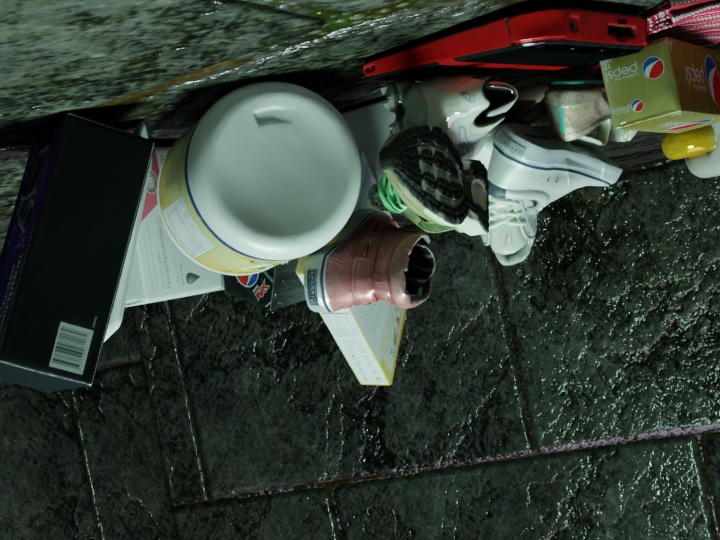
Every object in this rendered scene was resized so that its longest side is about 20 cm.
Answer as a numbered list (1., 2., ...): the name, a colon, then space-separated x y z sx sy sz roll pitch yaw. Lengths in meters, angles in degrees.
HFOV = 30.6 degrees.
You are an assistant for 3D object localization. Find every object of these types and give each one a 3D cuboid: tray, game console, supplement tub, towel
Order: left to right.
1. tray: -0.210 -0.018 1.116 0.022 0.201 0.107 17 151 -22
2. supplement tub: -0.094 -0.072 1.127 0.144 0.145 0.200 -11 178 -20
3. game console: 0.125 -0.183 1.082 0.176 0.031 0.200 -6 -178 38
4. towel: 0.296 -0.216 1.179 0.144 0.023 0.200 -12 178 -13

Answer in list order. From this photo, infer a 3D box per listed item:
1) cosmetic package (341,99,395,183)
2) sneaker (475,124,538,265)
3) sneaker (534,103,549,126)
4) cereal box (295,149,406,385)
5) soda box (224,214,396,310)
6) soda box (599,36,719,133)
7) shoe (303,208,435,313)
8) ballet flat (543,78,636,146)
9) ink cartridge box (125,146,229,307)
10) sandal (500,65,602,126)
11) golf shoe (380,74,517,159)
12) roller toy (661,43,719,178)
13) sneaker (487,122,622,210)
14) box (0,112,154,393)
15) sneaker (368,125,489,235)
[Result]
1. cosmetic package: -0.007 -0.115 1.348 0.199 0.085 0.107 -14 178 32
2. sneaker: 0.148 -0.071 1.324 0.078 0.100 0.200 -8 151 16
3. sneaker: 0.123 -0.145 1.392 0.199 0.080 0.074 -22 -161 3
4. cereal box: 0.000 0.000 1.272 0.039 0.144 0.200 0 145 21
5. soda box: -0.047 -0.017 1.333 0.063 0.071 0.200 20 -159 33
6. soda box: 0.286 -0.167 1.210 0.064 0.068 0.200 -13 178 30
7. shoe: 0.025 -0.008 1.149 0.091 0.072 0.200 0 -166 18
8. ballet flat: 0.239 -0.157 1.286 0.068 0.068 0.200 3 -168 42
9. ink cartridge box: -0.183 -0.047 1.293 0.083 0.147 0.200 -9 -179 34
10. sandal: 0.173 -0.167 1.315 0.200 0.058 0.080 -11 178 -32
11. golf shoe: 0.094 -0.130 1.127 0.097 0.079 0.200 -13 -179 20
12. roller toy: 0.416 -0.170 1.359 0.182 0.140 0.200 -15 -179 36
13. sneaker: 0.179 -0.096 1.267 0.200 0.073 0.071 4 123 -49
14. box: -0.243 -0.009 1.062 0.079 0.201 0.141 17 166 -21
15. sneaker: 0.043 -0.061 1.067 0.088 0.077 0.200 -9 167 20
